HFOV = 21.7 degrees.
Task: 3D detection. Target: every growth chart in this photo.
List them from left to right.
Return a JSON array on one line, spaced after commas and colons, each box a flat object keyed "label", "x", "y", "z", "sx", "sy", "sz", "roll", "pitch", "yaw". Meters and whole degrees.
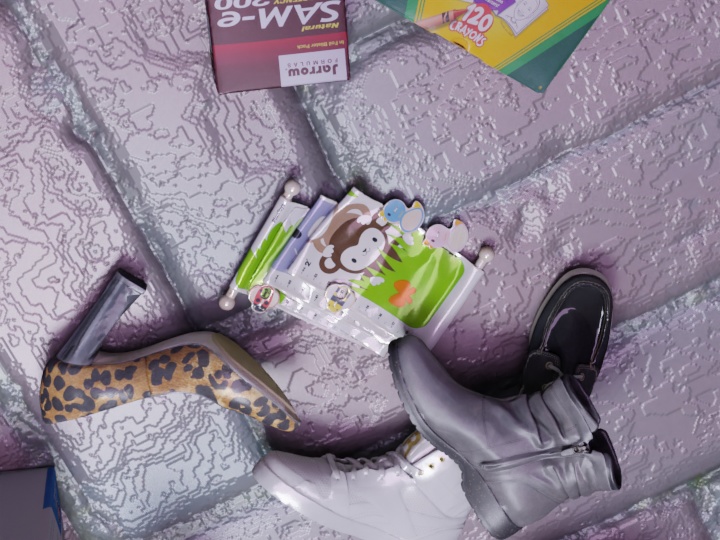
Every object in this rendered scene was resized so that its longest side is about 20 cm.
[{"label": "growth chart", "x": 0.000, "y": 0.000, "z": 1.557, "sx": 0.199, "sy": 0.018, "sz": 0.145, "roll": 20, "pitch": 108, "yaw": -16}]

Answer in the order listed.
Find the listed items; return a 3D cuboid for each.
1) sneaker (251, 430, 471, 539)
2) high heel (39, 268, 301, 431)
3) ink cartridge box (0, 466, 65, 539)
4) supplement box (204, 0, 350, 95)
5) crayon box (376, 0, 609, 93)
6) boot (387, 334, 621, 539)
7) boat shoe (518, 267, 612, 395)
[{"label": "sneaker", "x": 0.014, "y": 0.168, "z": 1.599, "sx": 0.200, "sy": 0.074, "sz": 0.116, "roll": 25, "pitch": 105, "yaw": -25}, {"label": "high heel", "x": -0.160, "y": 0.111, "z": 1.547, "sx": 0.200, "sy": 0.071, "sz": 0.143, "roll": 35, "pitch": 97, "yaw": -1}, {"label": "ink cartridge box", "x": -0.314, "y": 0.291, "z": 1.564, "sx": 0.144, "sy": 0.147, "sz": 0.201, "roll": -6, "pitch": 112, "yaw": -4}, {"label": "supplement box", "x": -0.069, "y": -0.242, "z": 1.433, "sx": 0.108, "sy": 0.061, "sz": 0.201, "roll": -7, "pitch": 112, "yaw": -4}, {"label": "crayon box", "x": 0.095, "y": -0.229, "z": 1.420, "sx": 0.200, "sy": 0.058, "sz": 0.119, "roll": 23, "pitch": 109, "yaw": -39}, {"label": "boot", "x": 0.122, "y": 0.114, "z": 1.544, "sx": 0.131, "sy": 0.070, "sz": 0.200, "roll": -31, "pitch": 101, "yaw": 24}, {"label": "boat shoe", "x": 0.171, "y": 0.096, "z": 1.588, "sx": 0.072, "sy": 0.068, "sz": 0.201, "roll": 15, "pitch": 107, "yaw": -10}]
